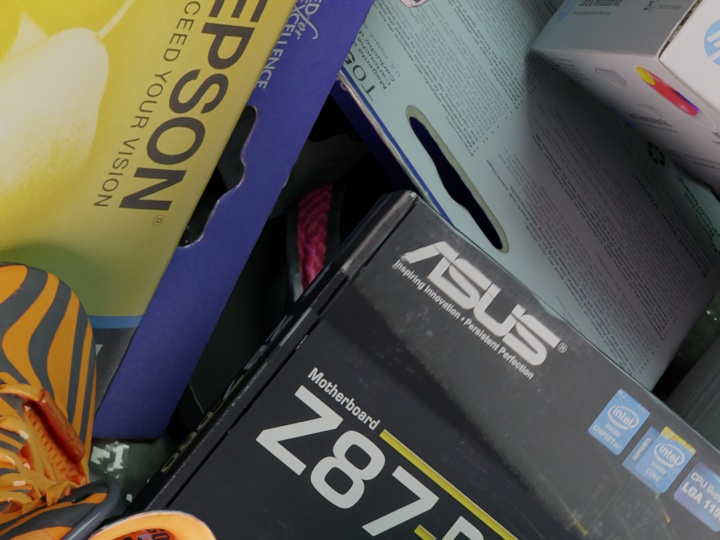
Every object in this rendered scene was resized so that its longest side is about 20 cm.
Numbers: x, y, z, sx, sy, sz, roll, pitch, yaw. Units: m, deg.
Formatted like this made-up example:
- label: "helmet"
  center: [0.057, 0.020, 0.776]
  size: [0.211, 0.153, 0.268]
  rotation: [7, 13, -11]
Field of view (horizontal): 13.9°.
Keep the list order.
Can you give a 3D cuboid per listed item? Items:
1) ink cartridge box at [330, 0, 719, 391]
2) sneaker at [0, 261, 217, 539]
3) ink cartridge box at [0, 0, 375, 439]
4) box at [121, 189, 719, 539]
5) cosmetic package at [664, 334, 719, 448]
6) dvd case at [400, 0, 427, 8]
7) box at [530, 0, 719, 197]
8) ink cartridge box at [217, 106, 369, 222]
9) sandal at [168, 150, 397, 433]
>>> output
- label: "ink cartridge box"
  center: [0.041, -0.046, 1.002]
  size: [0.197, 0.043, 0.200]
  rotation: [55, 30, -6]
- label: "sneaker"
  center: [-0.073, 0.064, 0.697]
  size: [0.078, 0.112, 0.200]
  rotation: [49, 35, -30]
- label: "ink cartridge box"
  center: [-0.091, -0.020, 0.795]
  size: [0.200, 0.198, 0.047]
  rotation: [5, 34, -37]
- label: "box"
  center: [0.035, 0.101, 0.850]
  size: [0.200, 0.049, 0.161]
  rotation: [41, 82, -7]
- label: "cosmetic package"
  center: [0.180, 0.067, 0.921]
  size: [0.107, 0.090, 0.200]
  rotation: [41, 0, -14]
- label: "dvd case"
  center: [-0.040, -0.178, 0.897]
  size: [0.200, 0.025, 0.150]
  rotation: [50, 13, -16]
- label: "box"
  center: [0.159, -0.025, 0.965]
  size: [0.200, 0.041, 0.156]
  rotation: [37, -2, -12]
- label: "ink cartridge box"
  center: [-0.050, -0.121, 1.047]
  size: [0.160, 0.047, 0.200]
  rotation: [-29, 95, -50]
- label: "sandal"
  center: [0.000, 0.000, 0.970]
  size: [0.075, 0.045, 0.200]
  rotation: [50, 41, -6]
